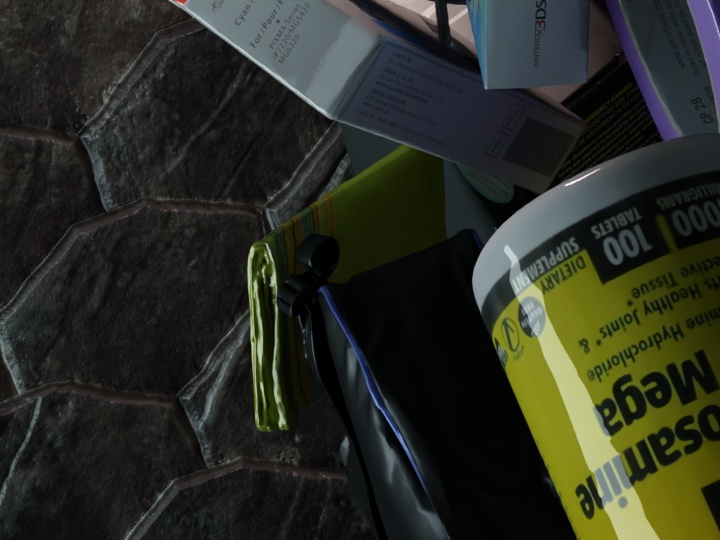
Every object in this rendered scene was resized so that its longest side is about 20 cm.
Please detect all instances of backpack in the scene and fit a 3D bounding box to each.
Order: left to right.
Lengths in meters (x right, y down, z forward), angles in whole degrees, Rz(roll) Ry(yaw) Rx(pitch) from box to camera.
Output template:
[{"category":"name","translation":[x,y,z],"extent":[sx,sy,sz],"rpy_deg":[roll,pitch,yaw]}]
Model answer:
[{"category":"backpack","translation":[0.062,0.093,1.157],"extent":[0.191,0.154,0.200],"rpy_deg":[87,167,-57]}]

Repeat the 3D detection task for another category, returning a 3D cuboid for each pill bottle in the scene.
[{"category":"pill bottle","translation":[0.122,0.066,0.894],"extent":[0.112,0.112,0.200],"rpy_deg":[77,170,-70]}]

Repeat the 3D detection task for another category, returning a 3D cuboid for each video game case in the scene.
[{"category":"video game case","translation":[0.054,-0.202,1.063],"extent":[0.200,0.045,0.181],"rpy_deg":[-99,4,-46]}]

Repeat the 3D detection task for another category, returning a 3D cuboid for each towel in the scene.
[{"category":"towel","translation":[0.000,0.000,1.236],"extent":[0.200,0.018,0.086],"rpy_deg":[-37,-51,-60]}]

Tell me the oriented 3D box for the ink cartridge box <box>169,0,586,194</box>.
[{"category":"ink cartridge box","translation":[-0.015,-0.108,1.209],"extent":[0.176,0.045,0.200],"rpy_deg":[36,-170,28]}]

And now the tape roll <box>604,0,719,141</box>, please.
[{"category":"tape roll","translation":[0.142,-0.114,1.063],"extent":[0.200,0.066,0.200],"rpy_deg":[160,90,-88]}]

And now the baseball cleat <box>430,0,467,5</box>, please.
[{"category":"baseball cleat","translation":[0.045,-0.169,1.216],"extent":[0.200,0.106,0.070],"rpy_deg":[-53,-13,-48]}]

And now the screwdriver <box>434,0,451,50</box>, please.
[{"category":"screwdriver","translation":[0.022,-0.149,1.074],"extent":[0.200,0.029,0.028],"rpy_deg":[88,175,-56]}]

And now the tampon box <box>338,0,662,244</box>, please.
[{"category":"tampon box","translation":[0.088,-0.050,1.403],"extent":[0.150,0.126,0.200],"rpy_deg":[32,151,41]}]
